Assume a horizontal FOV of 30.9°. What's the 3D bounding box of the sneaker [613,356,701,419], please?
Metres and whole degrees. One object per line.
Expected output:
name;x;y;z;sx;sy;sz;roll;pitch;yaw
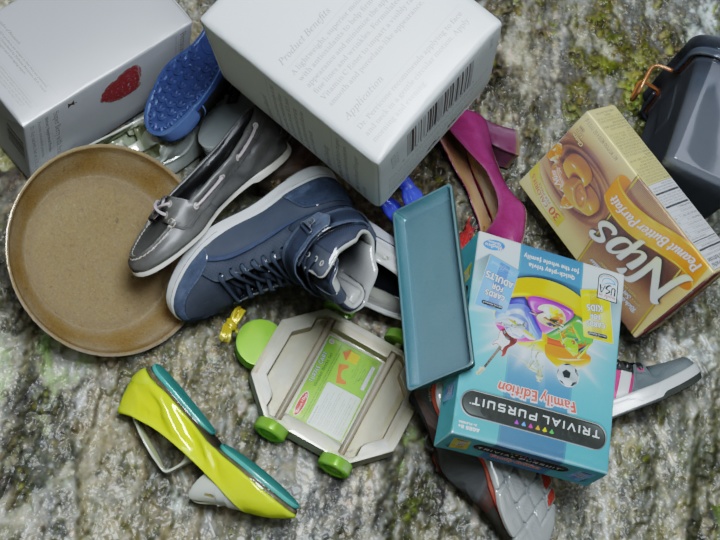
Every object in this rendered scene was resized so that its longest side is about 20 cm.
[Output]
sneaker;0.229;0.088;1.285;0.200;0.084;0.121;-17;81;-15

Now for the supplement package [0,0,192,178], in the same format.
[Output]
supplement package;-0.281;-0.206;1.288;0.200;0.121;0.120;-37;78;-21

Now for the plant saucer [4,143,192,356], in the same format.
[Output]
plant saucer;-0.241;-0.018;1.232;0.200;0.035;0.200;4;83;-31

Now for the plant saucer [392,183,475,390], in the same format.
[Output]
plant saucer;0.068;0.015;1.192;0.019;0.070;0.200;35;39;-43

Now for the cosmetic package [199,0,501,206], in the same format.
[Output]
cosmetic package;-0.007;-0.193;1.156;0.200;0.165;0.165;41;83;8

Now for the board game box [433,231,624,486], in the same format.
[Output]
board game box;0.157;0.079;1.193;0.151;0.047;0.200;16;63;-12

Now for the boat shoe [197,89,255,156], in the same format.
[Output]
boat shoe;-0.109;-0.178;1.340;0.071;0.064;0.200;5;55;26

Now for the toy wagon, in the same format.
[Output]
toy wagon;-0.043;0.099;1.250;0.200;0.040;0.155;28;65;3

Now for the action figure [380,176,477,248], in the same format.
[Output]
action figure;0.055;-0.062;1.307;0.200;0.065;0.099;59;22;-18

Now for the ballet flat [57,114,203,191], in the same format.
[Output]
ballet flat;-0.225;-0.117;1.290;0.200;0.069;0.069;-28;75;-20

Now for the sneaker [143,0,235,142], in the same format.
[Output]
sneaker;-0.132;-0.201;1.281;0.070;0.078;0.200;29;82;35

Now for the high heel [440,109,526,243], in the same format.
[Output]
high heel;0.114;-0.078;1.337;0.096;0.067;0.200;13;50;-15

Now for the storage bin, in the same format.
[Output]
storage bin;0.340;-0.133;1.342;0.145;0.200;0.134;25;74;0

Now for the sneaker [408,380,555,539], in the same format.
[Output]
sneaker;0.113;0.181;1.235;0.077;0.082;0.200;-33;98;-40

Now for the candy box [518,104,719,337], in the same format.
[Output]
candy box;0.259;-0.049;1.282;0.055;0.115;0.200;-20;69;-46

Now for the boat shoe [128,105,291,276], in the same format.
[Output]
boat shoe;-0.151;-0.077;1.223;0.200;0.067;0.057;-44;119;-20

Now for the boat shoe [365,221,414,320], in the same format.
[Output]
boat shoe;0.000;0.000;1.267;0.200;0.072;0.066;28;35;6

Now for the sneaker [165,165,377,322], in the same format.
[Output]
sneaker;-0.077;0.005;1.193;0.202;0.077;0.146;-39;46;0

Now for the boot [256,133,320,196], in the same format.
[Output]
boot;-0.021;-0.160;1.288;0.064;0.186;0.200;39;63;-5

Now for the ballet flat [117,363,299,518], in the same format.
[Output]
ballet flat;-0.145;0.172;1.194;0.200;0.067;0.067;43;88;11
